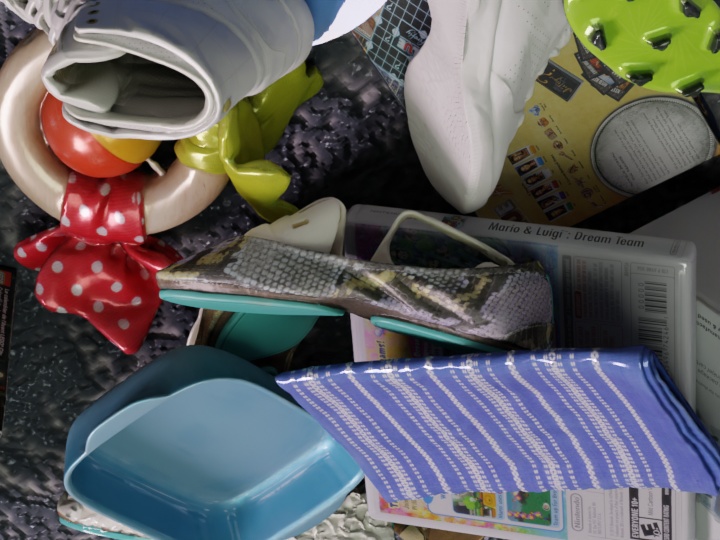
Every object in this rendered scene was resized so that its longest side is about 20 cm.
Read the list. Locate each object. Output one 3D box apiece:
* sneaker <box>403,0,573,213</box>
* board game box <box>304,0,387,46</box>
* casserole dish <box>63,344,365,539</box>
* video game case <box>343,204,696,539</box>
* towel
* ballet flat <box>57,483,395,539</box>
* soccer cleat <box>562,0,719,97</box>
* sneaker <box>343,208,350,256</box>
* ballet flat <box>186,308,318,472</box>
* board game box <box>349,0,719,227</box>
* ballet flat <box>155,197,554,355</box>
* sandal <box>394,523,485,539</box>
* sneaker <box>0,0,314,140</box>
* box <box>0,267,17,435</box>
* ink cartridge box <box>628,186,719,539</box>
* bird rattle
[{"bbox_3d":[0.075,-0.113,1.246,0.088,0.075,0.200,-20,139,-22],"label":"sneaker"},{"bbox_3d":[-0.058,-0.202,1.204,0.158,0.039,0.200,-23,109,34],"label":"board game box"},{"bbox_3d":[-0.080,0.096,1.362,0.121,0.039,0.200,-35,145,16],"label":"casserole dish"},{"bbox_3d":[0.086,0.061,1.325,0.182,0.024,0.200,7,126,17],"label":"video game case"},{"bbox_3d":[0.075,0.081,1.274,0.200,0.024,0.145,-5,149,24],"label":"towel"},{"bbox_3d":[-0.074,0.132,1.472,0.200,0.072,0.072,10,127,-4],"label":"ballet flat"},{"bbox_3d":[0.174,-0.126,1.258,0.200,0.081,0.068,14,130,-34],"label":"soccer cleat"},{"bbox_3d":[0.052,0.030,1.397,0.200,0.070,0.080,23,144,-14],"label":"sneaker"},{"bbox_3d":[-0.065,0.032,1.376,0.071,0.071,0.200,6,140,-10],"label":"ballet flat"},{"bbox_3d":[0.086,-0.110,1.309,0.135,0.035,0.200,-26,126,14],"label":"board game box"},{"bbox_3d":[0.000,0.000,1.257,0.200,0.072,0.072,10,128,3],"label":"ballet flat"},{"bbox_3d":[0.080,0.111,1.453,0.080,0.054,0.200,43,144,-9],"label":"sandal"},{"bbox_3d":[-0.134,-0.126,1.183,0.200,0.116,0.074,21,123,15],"label":"sneaker"},{"bbox_3d":[-0.236,0.112,1.390,0.038,0.137,0.200,15,126,-14],"label":"box"},{"bbox_3d":[0.233,0.066,1.362,0.145,0.145,0.200,-28,136,-28],"label":"ink cartridge box"},{"bbox_3d":[-0.119,-0.064,1.312,0.200,0.113,0.163,-29,115,33],"label":"bird rattle"}]
